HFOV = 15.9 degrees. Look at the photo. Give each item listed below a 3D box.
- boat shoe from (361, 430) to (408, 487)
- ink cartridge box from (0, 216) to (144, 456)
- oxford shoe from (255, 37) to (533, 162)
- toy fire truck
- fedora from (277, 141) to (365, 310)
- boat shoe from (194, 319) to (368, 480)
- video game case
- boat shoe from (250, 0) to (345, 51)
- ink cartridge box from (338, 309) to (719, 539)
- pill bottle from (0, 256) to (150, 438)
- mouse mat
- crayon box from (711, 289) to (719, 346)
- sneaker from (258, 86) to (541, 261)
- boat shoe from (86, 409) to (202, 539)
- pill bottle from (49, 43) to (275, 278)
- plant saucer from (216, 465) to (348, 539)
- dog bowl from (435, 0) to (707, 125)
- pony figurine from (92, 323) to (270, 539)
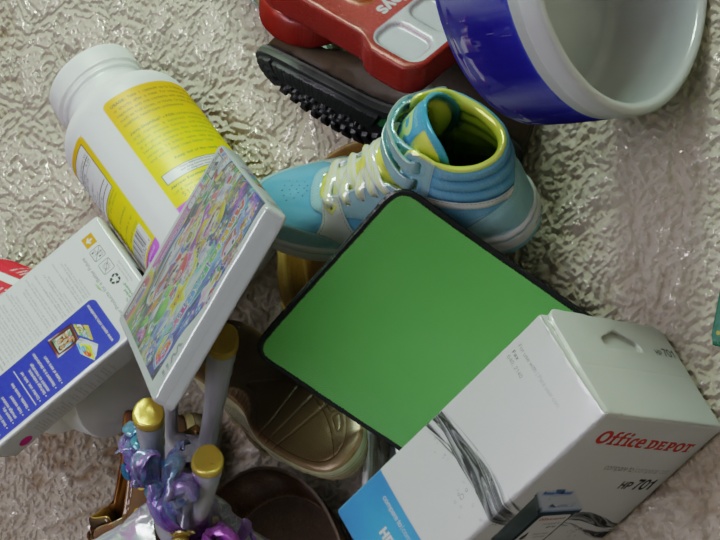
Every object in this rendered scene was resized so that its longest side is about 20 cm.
[{"bbox_3d":[0.023,0.196,1.746,0.071,0.069,0.201,-10,78,37],"label":"boat shoe"},{"bbox_3d":[-0.235,0.060,1.853,0.200,0.037,0.095,-38,65,1],"label":"ink cartridge box"},{"bbox_3d":[0.026,-0.127,1.761,0.199,0.073,0.085,20,74,9],"label":"oxford shoe"},{"bbox_3d":[0.034,-0.206,1.723,0.168,0.200,0.113,34,141,23],"label":"toy fire truck"},{"bbox_3d":[0.000,0.000,1.777,0.200,0.082,0.202,-6,81,37],"label":"fedora"},{"bbox_3d":[-0.049,0.099,1.798,0.072,0.065,0.200,-44,38,-12],"label":"boat shoe"},{"bbox_3d":[-0.107,0.001,1.698,0.144,0.018,0.200,-59,17,6],"label":"video game case"},{"bbox_3d":[-0.049,-0.210,1.853,0.072,0.062,0.200,-52,57,21],"label":"boat shoe"},{"bbox_3d":[0.107,0.125,1.638,0.200,0.146,0.086,-45,59,26],"label":"ink cartridge box"},{"bbox_3d":[-0.252,0.057,1.951,0.199,0.112,0.113,19,97,38],"label":"pill bottle"},{"bbox_3d":[0.053,0.051,1.684,0.161,0.199,0.008,-47,21,24],"label":"mouse mat"},{"bbox_3d":[0.293,-0.041,1.566,0.118,0.058,0.201,12,92,39],"label":"crayon box"},{"bbox_3d":[0.013,-0.069,1.673,0.199,0.131,0.080,-3,58,10],"label":"sneaker"},{"bbox_3d":[-0.169,0.195,1.885,0.072,0.067,0.201,-155,81,-71],"label":"boat shoe"},{"bbox_3d":[-0.149,-0.075,1.890,0.104,0.104,0.200,-51,57,22],"label":"pill bottle"},{"bbox_3d":[-0.062,0.239,1.813,0.200,0.034,0.202,-12,74,47],"label":"plant saucer"},{"bbox_3d":[0.132,-0.193,1.621,0.078,0.199,0.202,-5,82,40],"label":"dog bowl"},{"bbox_3d":[-0.116,0.163,1.737,0.165,0.201,0.194,4,49,0],"label":"pony figurine"}]
